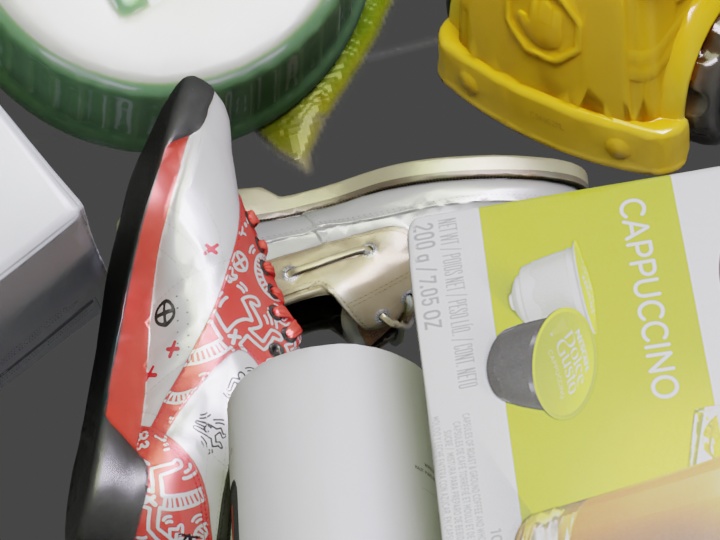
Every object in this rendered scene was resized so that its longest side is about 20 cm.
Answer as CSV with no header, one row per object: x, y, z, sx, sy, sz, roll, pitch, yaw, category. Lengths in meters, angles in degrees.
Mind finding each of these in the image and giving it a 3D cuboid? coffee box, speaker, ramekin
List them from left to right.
-0.088,-0.156,1.197,0.199,0.098,0.201,0,85,-5,ramekin
-0.003,0.126,0.952,0.081,0.081,0.201,-9,52,5,speaker
0.134,0.099,0.970,0.197,0.200,0.200,-9,55,4,coffee box

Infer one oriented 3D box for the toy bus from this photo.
0.124,-0.174,1.153,0.135,0.192,0.200,25,56,27,toy bus

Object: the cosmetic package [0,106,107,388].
-0.207,-0.045,1.093,0.123,0.200,0.200,-38,83,-8,cosmetic package

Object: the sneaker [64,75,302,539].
-0.046,0.028,1.086,0.107,0.067,0.202,15,66,-13,sneaker

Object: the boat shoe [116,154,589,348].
0.000,0.000,1.151,0.199,0.075,0.069,-9,71,5,boat shoe
